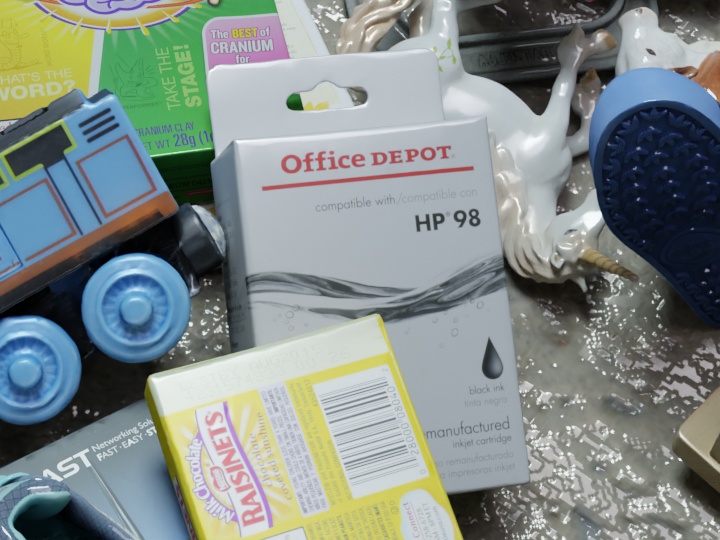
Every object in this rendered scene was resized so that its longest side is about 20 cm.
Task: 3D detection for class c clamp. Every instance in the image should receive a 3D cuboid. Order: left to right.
[{"bbox_3d":[0.060,-0.170,1.035,0.198,0.027,0.172,-2,57,-11],"label":"c clamp"}]

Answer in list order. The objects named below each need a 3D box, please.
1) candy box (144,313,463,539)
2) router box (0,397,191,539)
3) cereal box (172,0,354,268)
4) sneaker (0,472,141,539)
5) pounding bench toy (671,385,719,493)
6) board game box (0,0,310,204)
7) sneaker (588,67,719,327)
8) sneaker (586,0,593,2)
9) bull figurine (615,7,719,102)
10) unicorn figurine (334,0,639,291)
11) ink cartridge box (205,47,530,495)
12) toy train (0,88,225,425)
[{"bbox_3d":[-0.007,0.122,0.739,0.102,0.026,0.201,-15,71,-16],"label":"candy box"},{"bbox_3d":[-0.120,0.155,0.762,0.199,0.062,0.150,-26,62,-24],"label":"router box"},{"bbox_3d":[-0.086,-0.093,0.952,0.143,0.040,0.201,-14,58,-17],"label":"cereal box"},{"bbox_3d":[-0.139,0.098,0.707,0.199,0.087,0.078,21,53,7],"label":"sneaker"},{"bbox_3d":[0.207,0.071,0.811,0.124,0.156,0.200,41,60,18],"label":"pounding bench toy"},{"bbox_3d":[-0.118,-0.120,0.918,0.152,0.040,0.201,-9,57,-12],"label":"board game box"},{"bbox_3d":[0.149,-0.047,0.875,0.070,0.200,0.078,-19,56,16],"label":"sneaker"},{"bbox_3d":[0.078,-0.222,0.954,0.087,0.082,0.201,2,52,3],"label":"sneaker"},{"bbox_3d":[0.227,-0.085,0.977,0.199,0.065,0.122,34,60,14],"label":"bull figurine"},{"bbox_3d":[0.074,-0.075,0.948,0.199,0.074,0.138,27,64,13],"label":"unicorn figurine"},{"bbox_3d":[0.000,0.000,0.829,0.115,0.067,0.202,-7,87,-12],"label":"ink cartridge box"},{"bbox_3d":[-0.158,0.008,0.806,0.199,0.087,0.115,-30,99,-5],"label":"toy train"}]
